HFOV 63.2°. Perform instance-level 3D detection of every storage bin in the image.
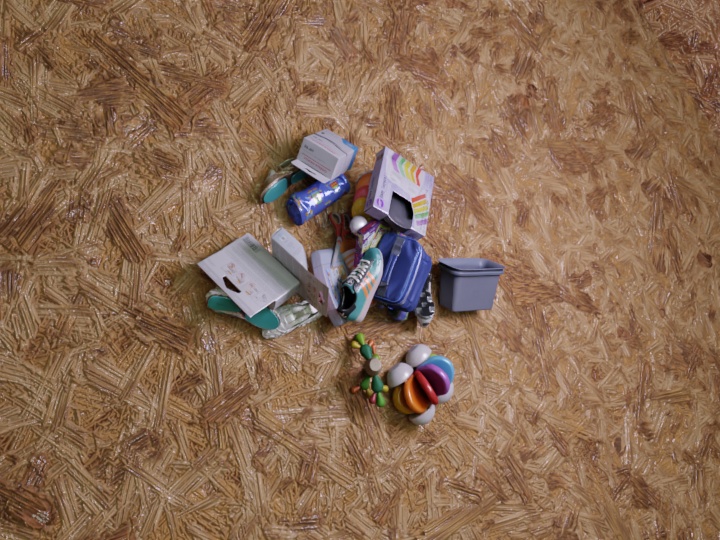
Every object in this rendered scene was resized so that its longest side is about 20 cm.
[{"bbox_3d":[0.319,0.042,1.762,0.194,0.145,0.139,0,105,-28],"label":"storage bin"}]

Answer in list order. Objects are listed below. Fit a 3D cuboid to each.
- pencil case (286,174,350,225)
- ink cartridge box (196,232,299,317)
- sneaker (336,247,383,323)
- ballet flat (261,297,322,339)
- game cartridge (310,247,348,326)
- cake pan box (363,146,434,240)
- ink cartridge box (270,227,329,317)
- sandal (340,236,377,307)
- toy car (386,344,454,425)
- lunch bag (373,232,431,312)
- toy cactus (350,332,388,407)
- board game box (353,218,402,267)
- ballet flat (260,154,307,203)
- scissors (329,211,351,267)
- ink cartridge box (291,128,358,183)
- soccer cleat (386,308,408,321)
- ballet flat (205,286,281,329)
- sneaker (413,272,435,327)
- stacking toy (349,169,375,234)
[{"bbox_3d":[-0.117,-0.207,1.610,0.199,0.077,0.089,-39,110,-29],"label":"pencil case"},{"bbox_3d":[-0.274,0.019,1.434,0.199,0.045,0.175,41,49,16],"label":"ink cartridge box"},{"bbox_3d":[-0.002,0.030,1.516,0.079,0.070,0.206,26,79,-43],"label":"sneaker"},{"bbox_3d":[-0.168,0.114,1.516,0.196,0.071,0.074,-24,89,-29],"label":"ballet flat"},{"bbox_3d":[-0.068,0.042,1.567,0.132,0.040,0.206,-11,82,-68],"label":"game cartridge"},{"bbox_3d":[0.107,-0.202,1.579,0.180,0.052,0.206,26,61,-23],"label":"cake pan box"},{"bbox_3d":[-0.140,0.006,1.463,0.198,0.162,0.047,39,64,16],"label":"ink cartridge box"},{"bbox_3d":[0.007,-0.003,1.638,0.078,0.059,0.212,-25,90,-30],"label":"sandal"},{"bbox_3d":[0.182,0.309,1.605,0.199,0.149,0.178,-38,96,-29],"label":"toy car"},{"bbox_3d":[0.095,0.010,1.584,0.132,0.133,0.206,37,71,-57],"label":"lunch bag"},{"bbox_3d":[0.020,0.255,1.535,0.098,0.165,0.207,-6,75,-7],"label":"toy cactus"},{"bbox_3d":[0.055,-0.099,1.605,0.032,0.123,0.199,27,44,28],"label":"board game box"},{"bbox_3d":[-0.211,-0.254,1.591,0.065,0.071,0.199,40,57,17],"label":"ballet flat"},{"bbox_3d":[-0.052,-0.085,1.611,0.071,0.014,0.205,18,47,-27],"label":"scissors"},{"bbox_3d":[-0.094,-0.312,1.581,0.114,0.068,0.200,31,28,6],"label":"ink cartridge box"},{"bbox_3d":[0.111,0.047,1.692,0.083,0.063,0.207,28,59,-51],"label":"soccer cleat"},{"bbox_3d":[-0.287,0.085,1.452,0.195,0.064,0.077,23,112,-15],"label":"ballet flat"},{"bbox_3d":[0.173,0.074,1.711,0.071,0.090,0.205,1,53,-1],"label":"sneaker"},{"bbox_3d":[0.018,-0.166,1.611,0.146,0.145,0.202,43,47,-12],"label":"stacking toy"}]
